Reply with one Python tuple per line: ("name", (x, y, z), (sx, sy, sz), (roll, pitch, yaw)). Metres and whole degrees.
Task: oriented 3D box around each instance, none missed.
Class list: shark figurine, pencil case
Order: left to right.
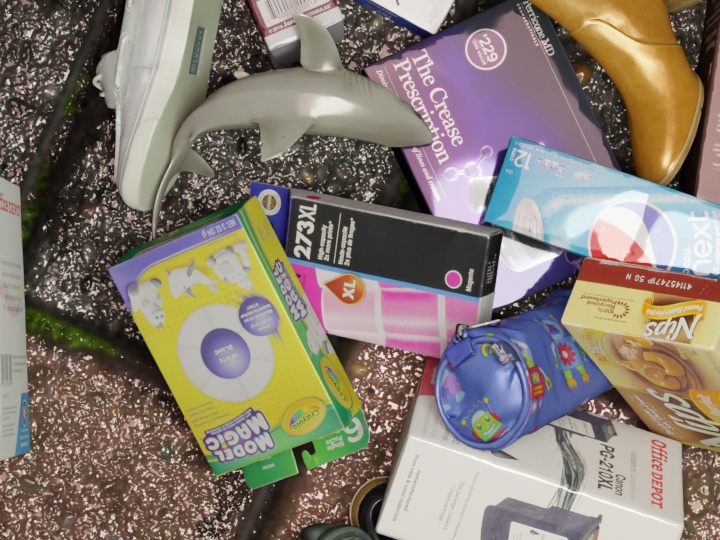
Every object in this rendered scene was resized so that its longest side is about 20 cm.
("shark figurine", (-0.072, -0.096, 1.559), (0.214, 0.090, 0.128), (-13, 133, 22))
("pencil case", (0.124, 0.062, 1.559), (0.078, 0.200, 0.087), (-27, 86, 33))

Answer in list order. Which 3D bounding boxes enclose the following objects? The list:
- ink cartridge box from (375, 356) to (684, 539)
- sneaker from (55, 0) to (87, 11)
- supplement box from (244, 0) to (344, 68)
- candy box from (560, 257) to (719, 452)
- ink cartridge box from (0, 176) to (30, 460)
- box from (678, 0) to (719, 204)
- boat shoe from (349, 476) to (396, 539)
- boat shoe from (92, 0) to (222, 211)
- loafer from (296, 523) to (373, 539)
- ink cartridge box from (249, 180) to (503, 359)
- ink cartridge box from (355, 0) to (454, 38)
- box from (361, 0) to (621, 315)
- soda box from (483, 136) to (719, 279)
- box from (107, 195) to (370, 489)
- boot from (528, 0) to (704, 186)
("ink cartridge box", (0.123, 0.152, 1.573), (0.200, 0.145, 0.085), (19, 112, 0))
("sneaker", (-0.203, -0.278, 1.585), (0.085, 0.078, 0.200), (34, 129, 5))
("supplement box", (-0.077, -0.253, 1.610), (0.061, 0.109, 0.200), (-23, 88, -1))
("candy box", (0.231, 0.066, 1.542), (0.115, 0.200, 0.055), (11, 69, 34))
("ink cartridge box", (-0.317, 0.035, 1.580), (0.146, 0.147, 0.201), (-2, 87, 0))
("box", (0.278, -0.119, 1.615), (0.075, 0.100, 0.201), (8, 87, 1))
("boat shoe", (0.083, 0.214, 1.621), (0.200, 0.062, 0.075), (30, 86, -1))
("boat shoe", (-0.155, -0.146, 1.634), (0.071, 0.070, 0.201), (14, 91, 21))
("loafer", (0.002, 0.274, 1.624), (0.072, 0.063, 0.200), (-21, 104, -25))
("ink cartridge box", (0.000, 0.000, 1.597), (0.200, 0.037, 0.095), (12, 104, 23))
("ink cartridge box", (0.060, -0.280, 1.644), (0.094, 0.044, 0.200), (28, 88, -1))
("box", (0.104, -0.083, 1.624), (0.141, 0.079, 0.200), (-26, 89, -4))
("soda box", (0.190, -0.031, 1.535), (0.200, 0.068, 0.064), (19, 93, 9))
("box", (-0.084, 0.060, 1.598), (0.117, 0.048, 0.200), (-23, 103, 24))
("boot", (0.172, -0.165, 1.588), (0.144, 0.071, 0.202), (21, 64, -25))
